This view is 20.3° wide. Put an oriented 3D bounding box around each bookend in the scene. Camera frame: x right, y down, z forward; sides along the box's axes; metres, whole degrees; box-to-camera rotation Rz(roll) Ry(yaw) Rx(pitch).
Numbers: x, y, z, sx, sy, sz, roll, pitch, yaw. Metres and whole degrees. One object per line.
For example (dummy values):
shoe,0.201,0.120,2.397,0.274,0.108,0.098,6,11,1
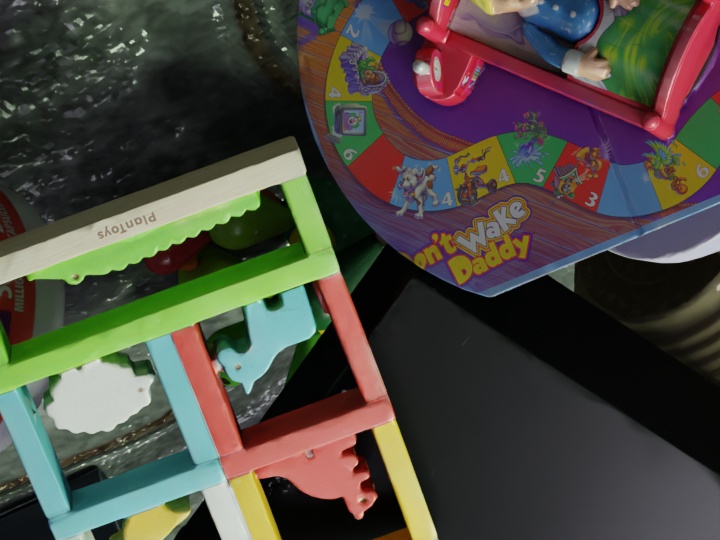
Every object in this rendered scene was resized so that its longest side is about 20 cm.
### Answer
bookend,0.050,0.111,0.811,0.200,0.092,0.199,32,111,-8

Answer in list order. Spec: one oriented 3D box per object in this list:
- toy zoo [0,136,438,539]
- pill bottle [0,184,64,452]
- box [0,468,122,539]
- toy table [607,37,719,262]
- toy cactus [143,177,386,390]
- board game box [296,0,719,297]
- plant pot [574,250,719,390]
toy zoo,-0.052,0.066,0.724,0.131,0.020,0.200,-20,110,-1
pill bottle,-0.212,0.009,0.710,0.200,0.113,0.112,10,134,-45
box,-0.182,0.228,1.060,0.196,0.118,0.200,-24,148,-2
toy table,0.147,-0.099,0.764,0.117,0.184,0.200,9,103,-57
toy cactus,0.000,0.000,0.885,0.165,0.102,0.200,-38,139,1
board game box,0.065,-0.086,0.697,0.200,0.158,0.039,-23,171,18
plant pot,0.161,-0.008,0.886,0.093,0.201,0.201,29,121,-36
